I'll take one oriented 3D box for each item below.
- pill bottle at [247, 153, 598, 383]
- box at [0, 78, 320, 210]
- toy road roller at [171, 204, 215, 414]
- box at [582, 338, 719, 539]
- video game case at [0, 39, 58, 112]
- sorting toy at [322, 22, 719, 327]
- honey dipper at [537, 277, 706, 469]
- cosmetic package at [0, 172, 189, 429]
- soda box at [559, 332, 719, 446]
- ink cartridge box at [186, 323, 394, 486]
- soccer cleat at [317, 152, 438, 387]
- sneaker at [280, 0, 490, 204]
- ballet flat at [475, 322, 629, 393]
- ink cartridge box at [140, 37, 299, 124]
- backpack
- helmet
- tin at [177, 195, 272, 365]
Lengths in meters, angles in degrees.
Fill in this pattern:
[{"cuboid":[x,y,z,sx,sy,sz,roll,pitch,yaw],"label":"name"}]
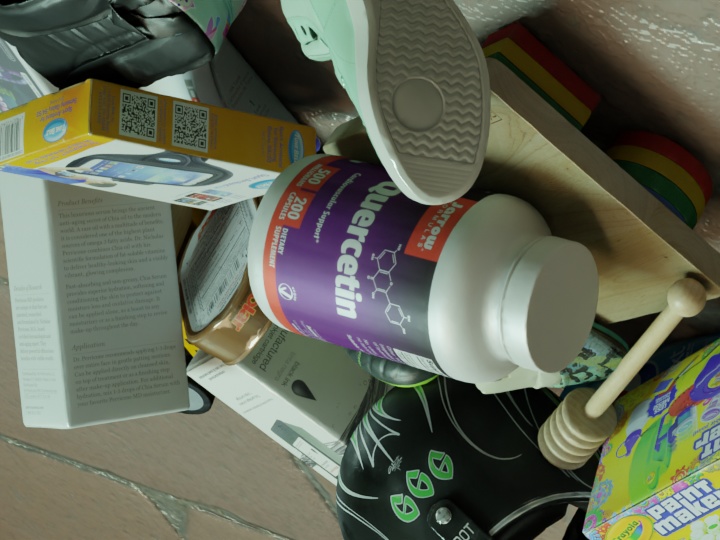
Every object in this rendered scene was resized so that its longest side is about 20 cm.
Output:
[{"cuboid":[0.037,0.001,1.355,0.199,0.113,0.113,14,151,36],"label":"pill bottle"},{"cuboid":[-0.123,-0.076,1.469,0.199,0.042,0.119,12,164,-38],"label":"box"},{"cuboid":[-0.112,0.016,1.760,0.145,0.123,0.200,-2,142,30],"label":"toy road roller"},{"cuboid":[0.279,0.136,1.397,0.192,0.122,0.200,40,132,-18],"label":"box"},{"cuboid":[-0.297,-0.153,1.770,0.181,0.023,0.200,15,152,36],"label":"video game case"},{"cuboid":[0.109,-0.057,1.383,0.199,0.070,0.200,39,156,-16],"label":"sorting toy"},{"cuboid":[0.161,0.063,1.382,0.038,0.038,0.200,32,145,0],"label":"honey dipper"},{"cuboid":[-0.186,0.004,1.587,0.101,0.201,0.071,-6,-178,-36],"label":"cosmetic package"},{"cuboid":[0.211,0.096,1.568,0.068,0.064,0.200,39,156,-16],"label":"soda box"},{"cuboid":[-0.004,0.070,1.685,0.200,0.146,0.084,37,156,-12],"label":"ink cartridge box"},{"cuboid":[0.000,0.000,1.549,0.200,0.067,0.081,59,173,44],"label":"soccer cleat"},{"cuboid":[0.011,-0.120,1.288,0.118,0.073,0.201,131,123,-68],"label":"sneaker"},{"cuboid":[0.071,0.041,1.452,0.199,0.074,0.074,23,155,20],"label":"ballet flat"},{"cuboid":[-0.147,-0.138,1.576,0.162,0.050,0.200,5,148,47],"label":"ink cartridge box"},{"cuboid":[-0.153,-0.184,1.393,0.167,0.127,0.199,32,160,-33],"label":"backpack"},{"cuboid":[0.078,0.156,1.544,0.191,0.200,0.200,47,174,46],"label":"helmet"},{"cuboid":[-0.086,-0.009,1.606,0.042,0.112,0.200,32,-168,-18],"label":"tin"}]
